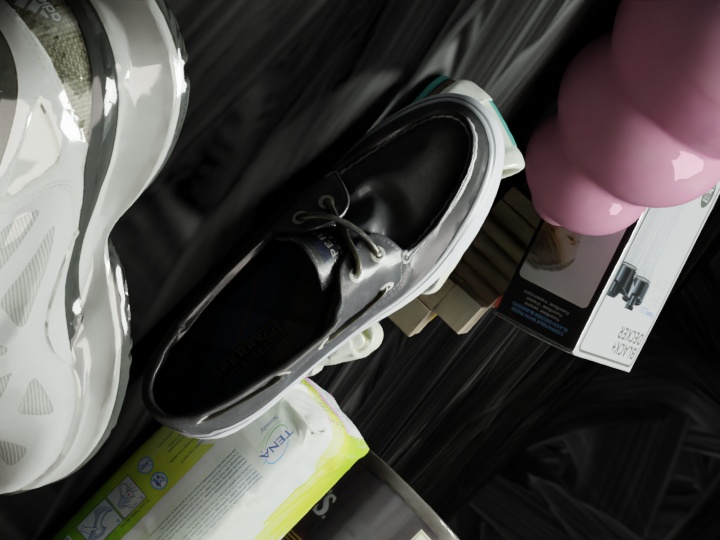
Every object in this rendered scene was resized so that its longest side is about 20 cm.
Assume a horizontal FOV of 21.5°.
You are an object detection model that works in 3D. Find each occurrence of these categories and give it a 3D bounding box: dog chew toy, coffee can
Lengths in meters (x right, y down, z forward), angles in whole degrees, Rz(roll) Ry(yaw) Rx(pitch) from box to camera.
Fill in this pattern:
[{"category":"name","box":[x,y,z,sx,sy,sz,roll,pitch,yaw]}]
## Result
[{"category":"dog chew toy","box":[0.167,-0.092,1.051,0.200,0.125,0.125,-44,172,35]},{"category":"coffee can","box":[-0.030,0.245,1.423,0.200,0.146,0.146,-44,169,-10]}]

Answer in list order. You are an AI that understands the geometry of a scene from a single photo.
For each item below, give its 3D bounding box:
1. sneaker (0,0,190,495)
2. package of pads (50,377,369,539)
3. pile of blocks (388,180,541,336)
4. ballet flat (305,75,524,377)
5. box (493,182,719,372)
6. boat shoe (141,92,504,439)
[{"category":"sneaker","box":[-0.120,0.005,0.496,0.115,0.076,0.201,-27,152,-35]},{"category":"package of pads","box":[-0.074,0.121,1.029,0.155,0.068,0.200,-46,169,0]},{"category":"pile of blocks","box":[0.103,-0.010,1.233,0.200,0.062,0.082,-41,168,-22]},{"category":"ballet flat","box":[0.000,0.000,0.885,0.200,0.069,0.069,-48,169,12]},{"category":"box","box":[0.169,-0.042,1.175,0.200,0.060,0.117,-63,154,3]},{"category":"boat shoe","box":[-0.020,-0.002,0.822,0.200,0.070,0.066,-40,171,7]}]
